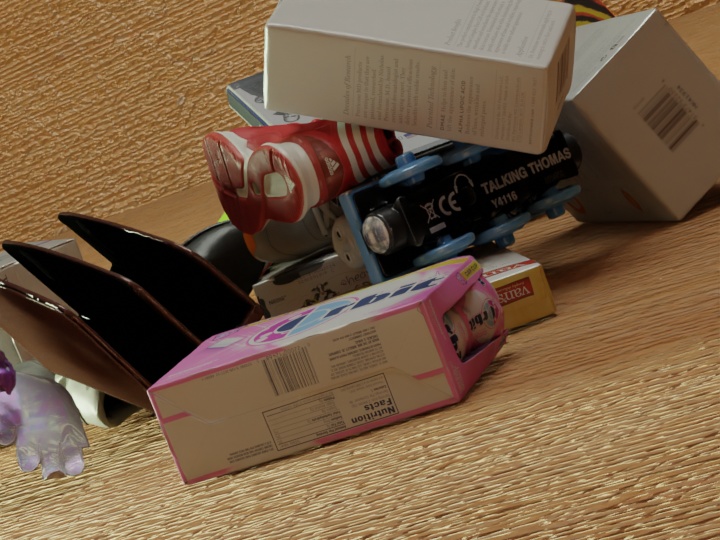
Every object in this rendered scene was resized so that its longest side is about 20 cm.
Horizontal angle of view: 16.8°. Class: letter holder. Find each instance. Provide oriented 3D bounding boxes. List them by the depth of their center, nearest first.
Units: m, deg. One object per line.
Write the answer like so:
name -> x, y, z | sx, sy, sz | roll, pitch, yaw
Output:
letter holder -> -0.191, 0.013, 1.734 | 0.200, 0.142, 0.101 | 15, 66, 53

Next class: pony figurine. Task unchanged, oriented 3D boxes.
pony figurine -> -0.282, 0.069, 1.659 | 0.166, 0.201, 0.193 | -16, 39, 2

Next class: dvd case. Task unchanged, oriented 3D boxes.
dvd case -> 0.004, -0.121, 1.858 | 0.150, 0.025, 0.200 | -21, 35, -18

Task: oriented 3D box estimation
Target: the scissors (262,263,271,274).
scissors -> -0.059, -0.046, 1.952 | 0.200, 0.073, 0.014 | -37, 43, 12

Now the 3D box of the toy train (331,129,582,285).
toy train -> 0.066, -0.049, 1.703 | 0.200, 0.087, 0.114 | -25, 1, -36

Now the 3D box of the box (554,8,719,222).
box -> 0.192, -0.112, 1.832 | 0.098, 0.124, 0.200 | -46, 13, -11

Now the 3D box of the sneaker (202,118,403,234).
sneaker -> -0.034, -0.079, 1.744 | 0.115, 0.079, 0.200 | -21, 16, -19

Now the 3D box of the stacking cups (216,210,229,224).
stacking cups -> -0.116, 0.000, 1.925 | 0.200, 0.060, 0.060 | -50, -8, 28

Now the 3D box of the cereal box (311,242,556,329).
cereal box -> 0.045, 0.026, 1.653 | 0.143, 0.040, 0.200 | -19, 6, -5

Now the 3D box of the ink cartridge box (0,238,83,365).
ink cartridge box -> -0.299, 0.053, 2.116 | 0.125, 0.129, 0.200 | -23, 8, -20

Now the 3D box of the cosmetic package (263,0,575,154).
cosmetic package -> 0.041, -0.146, 1.673 | 0.199, 0.074, 0.102 | 9, 34, 13

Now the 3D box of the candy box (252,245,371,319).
candy box -> 0.000, 0.000, 1.908 | 0.136, 0.061, 0.200 | -20, 6, 10

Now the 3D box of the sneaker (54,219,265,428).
sneaker -> -0.135, 0.048, 1.833 | 0.200, 0.074, 0.088 | -46, 29, -6

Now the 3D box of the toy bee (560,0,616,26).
toy bee -> 0.224, -0.137, 1.987 | 0.109, 0.200, 0.131 | -52, -32, -2

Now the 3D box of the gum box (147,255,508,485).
gum box -> -0.014, 0.057, 1.475 | 0.199, 0.066, 0.113 | -18, 9, 22

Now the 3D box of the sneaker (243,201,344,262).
sneaker -> 0.003, -0.062, 1.837 | 0.199, 0.076, 0.092 | -26, 14, -29

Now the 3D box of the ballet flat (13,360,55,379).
ballet flat -> -0.329, 0.122, 1.942 | 0.199, 0.068, 0.064 | -19, 14, 18
